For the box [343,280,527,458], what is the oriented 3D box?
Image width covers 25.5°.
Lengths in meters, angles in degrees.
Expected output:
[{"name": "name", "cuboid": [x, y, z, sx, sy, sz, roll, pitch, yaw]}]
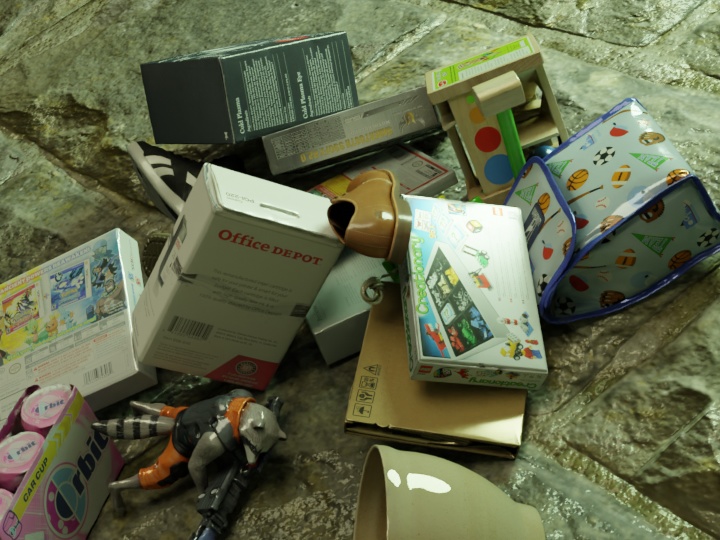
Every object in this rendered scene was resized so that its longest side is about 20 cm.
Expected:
[{"name": "box", "cuboid": [0.080, 0.090, 1.514, 0.163, 0.021, 0.200, 8, 40, 5]}]

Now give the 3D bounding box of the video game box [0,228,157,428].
[{"name": "video game box", "cuboid": [-0.320, 0.074, 1.707, 0.200, 0.047, 0.182, -24, 59, 18]}]

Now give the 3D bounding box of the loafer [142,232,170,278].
[{"name": "loafer", "cuboid": [-0.154, -0.006, 1.761, 0.200, 0.076, 0.067, 18, 15, 36]}]

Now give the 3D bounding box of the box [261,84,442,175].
[{"name": "box", "cuboid": [0.001, -0.160, 1.835, 0.200, 0.048, 0.158, -17, 2, 10]}]

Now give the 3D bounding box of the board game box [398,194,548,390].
[{"name": "board game box", "cuboid": [0.102, 0.018, 1.515, 0.126, 0.035, 0.200, 6, 51, -13]}]

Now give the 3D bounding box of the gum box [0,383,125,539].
[{"name": "gum box", "cuboid": [-0.311, 0.214, 1.543, 0.066, 0.114, 0.200, -5, 40, 25]}]

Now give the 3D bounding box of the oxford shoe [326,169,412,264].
[{"name": "oxford shoe", "cuboid": [0.001, -0.061, 1.552, 0.071, 0.071, 0.200, 9, 13, -9]}]

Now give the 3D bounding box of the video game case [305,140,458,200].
[{"name": "video game case", "cuboid": [-0.009, -0.074, 1.731, 0.200, 0.017, 0.143, -29, 27, -13]}]

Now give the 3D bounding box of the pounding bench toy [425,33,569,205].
[{"name": "pounding bench toy", "cuboid": [0.154, -0.140, 1.663, 0.124, 0.156, 0.200, -20, 15, 7]}]

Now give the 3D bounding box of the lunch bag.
[{"name": "lunch bag", "cuboid": [0.236, -0.052, 1.574, 0.200, 0.124, 0.170, -35, 34, 11]}]

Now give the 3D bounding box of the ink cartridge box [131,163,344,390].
[{"name": "ink cartridge box", "cuboid": [-0.125, 0.008, 1.589, 0.200, 0.146, 0.085, -60, 29, 29]}]

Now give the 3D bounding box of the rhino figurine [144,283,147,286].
[{"name": "rhino figurine", "cuboid": [-0.169, -0.002, 1.681, 0.200, 0.060, 0.087, -46, 35, 21]}]

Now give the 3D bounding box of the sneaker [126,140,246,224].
[{"name": "sneaker", "cuboid": [-0.201, -0.115, 1.948, 0.112, 0.073, 0.200, -30, 44, -14]}]

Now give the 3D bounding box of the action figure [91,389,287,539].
[{"name": "action figure", "cuboid": [-0.162, 0.176, 1.521, 0.193, 0.105, 0.200, -16, 33, 27]}]

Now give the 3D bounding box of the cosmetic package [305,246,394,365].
[{"name": "cosmetic package", "cuboid": [0.000, 0.000, 1.693, 0.151, 0.052, 0.200, -22, 35, -4]}]

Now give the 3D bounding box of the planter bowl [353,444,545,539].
[{"name": "planter bowl", "cuboid": [0.070, 0.242, 1.249, 0.135, 0.200, 0.200, 5, 37, -7]}]

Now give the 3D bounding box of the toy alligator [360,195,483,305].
[{"name": "toy alligator", "cuboid": [0.052, -0.017, 1.596, 0.200, 0.059, 0.054, -39, 4, -37]}]

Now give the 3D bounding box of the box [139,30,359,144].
[{"name": "box", "cuboid": [-0.135, -0.220, 1.920, 0.182, 0.104, 0.200, -18, 14, -33]}]
